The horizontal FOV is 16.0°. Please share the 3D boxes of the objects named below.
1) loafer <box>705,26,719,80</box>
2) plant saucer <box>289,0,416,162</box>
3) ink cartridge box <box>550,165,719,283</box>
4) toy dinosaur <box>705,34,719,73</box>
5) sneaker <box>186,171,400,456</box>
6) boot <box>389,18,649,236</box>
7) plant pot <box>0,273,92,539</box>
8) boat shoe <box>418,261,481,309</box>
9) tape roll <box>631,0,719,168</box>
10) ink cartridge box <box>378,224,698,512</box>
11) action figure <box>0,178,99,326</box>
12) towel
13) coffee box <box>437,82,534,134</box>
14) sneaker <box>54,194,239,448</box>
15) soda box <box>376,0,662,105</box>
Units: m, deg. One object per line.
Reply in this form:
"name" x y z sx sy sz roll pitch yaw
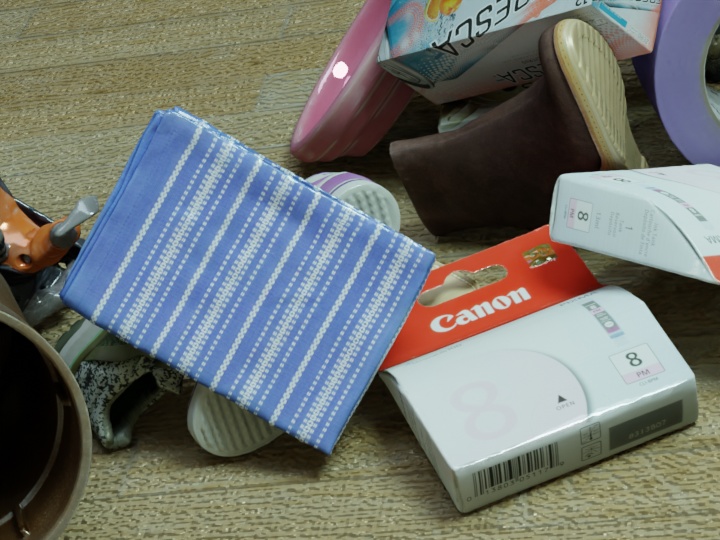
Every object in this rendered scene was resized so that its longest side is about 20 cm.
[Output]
"loafer" 0.231 -0.210 1.963 0.073 0.072 0.200 -31 35 -28
"plant saucer" 0.019 -0.160 1.898 0.051 0.201 0.201 31 34 -9
"ink cartridge box" 0.246 -0.023 1.601 0.200 0.057 0.163 13 12 42
"toy dinosaur" 0.196 -0.203 1.763 0.200 0.088 0.047 24 15 -23
"sneaker" -0.053 0.025 1.650 0.201 0.073 0.114 -55 26 -5
"boot" 0.097 -0.086 1.704 0.166 0.200 0.072 -6 54 18
"plant pot" -0.278 0.075 1.599 0.200 0.200 0.198 -17 23 -6
"boat shoe" 0.000 0.000 1.712 0.200 0.069 0.074 14 40 37
"tape roll" 0.287 -0.158 1.731 0.200 0.200 0.085 -14 31 0
"ink cartridge box" 0.093 0.044 1.583 0.162 0.057 0.200 -21 50 -11
"action figure" -0.268 -0.025 1.755 0.200 0.194 0.105 26 54 5
"towel" -0.071 0.004 1.577 0.200 0.145 0.024 29 -1 7
"coffee box" 0.122 -0.130 1.868 0.113 0.080 0.200 -9 31 11
"sneaker" -0.120 0.038 1.639 0.077 0.200 0.089 13 35 -42
"soda box" 0.107 -0.170 1.726 0.200 0.068 0.064 -12 56 44
